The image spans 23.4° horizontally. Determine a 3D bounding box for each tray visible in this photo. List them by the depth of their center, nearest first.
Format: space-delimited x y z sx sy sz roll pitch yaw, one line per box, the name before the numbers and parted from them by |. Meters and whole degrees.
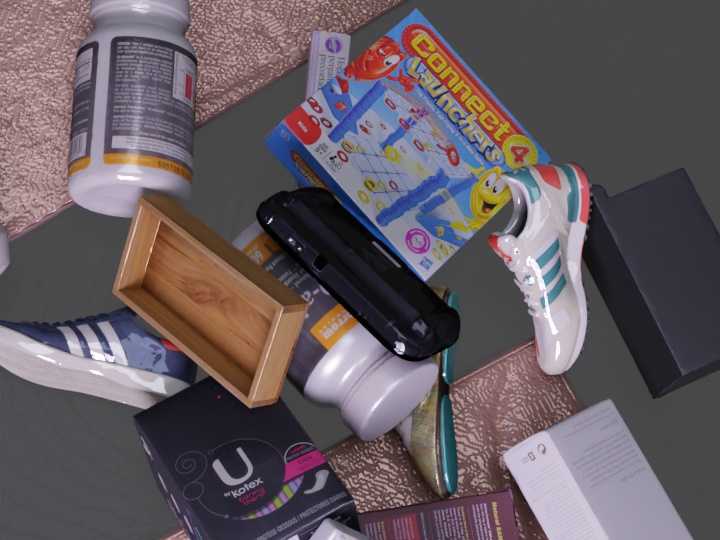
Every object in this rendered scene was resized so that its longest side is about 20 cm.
tray | -0.133 0.023 1.515 0.037 0.099 0.200 -6 34 -46

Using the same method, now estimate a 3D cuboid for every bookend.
bookend | 0.331 -0.012 1.661 0.198 0.092 0.201 -23 77 -15

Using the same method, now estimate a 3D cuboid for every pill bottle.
pill bottle | -0.031 0.049 1.553 0.116 0.117 0.200 -39 69 -16
pill bottle | -0.209 -0.159 1.614 0.116 0.116 0.201 4 74 -7

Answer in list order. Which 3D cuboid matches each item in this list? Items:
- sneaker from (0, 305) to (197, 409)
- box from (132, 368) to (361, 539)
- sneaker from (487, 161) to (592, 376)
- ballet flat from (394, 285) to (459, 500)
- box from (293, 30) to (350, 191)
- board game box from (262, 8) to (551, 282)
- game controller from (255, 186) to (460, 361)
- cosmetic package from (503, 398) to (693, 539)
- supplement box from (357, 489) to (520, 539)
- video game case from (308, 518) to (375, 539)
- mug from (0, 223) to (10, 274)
sneaker | -0.242 0.064 1.573 0.199 0.075 0.085 17 65 -9
box | -0.094 0.190 1.489 0.122 0.106 0.200 -27 46 -15
sneaker | 0.160 -0.002 1.620 0.093 0.070 0.201 1 94 -20
ballet flat | 0.057 0.113 1.606 0.070 0.071 0.201 3 74 -7
box | -0.038 -0.130 1.670 0.038 0.041 0.201 7 72 -7
board game box | 0.046 -0.112 1.636 0.200 0.056 0.196 47 61 -1
game controller | 0.000 0.000 1.499 0.200 0.104 0.042 44 112 16
cosmetic package | 0.226 0.227 1.571 0.101 0.074 0.201 -19 77 -40
supplement box | 0.044 0.266 1.556 0.199 0.061 0.109 -7 75 -9
video game case | -0.024 0.316 1.456 0.182 0.023 0.200 32 97 -40
mug | -0.404 -0.026 1.557 0.153 0.187 0.149 46 40 -3
